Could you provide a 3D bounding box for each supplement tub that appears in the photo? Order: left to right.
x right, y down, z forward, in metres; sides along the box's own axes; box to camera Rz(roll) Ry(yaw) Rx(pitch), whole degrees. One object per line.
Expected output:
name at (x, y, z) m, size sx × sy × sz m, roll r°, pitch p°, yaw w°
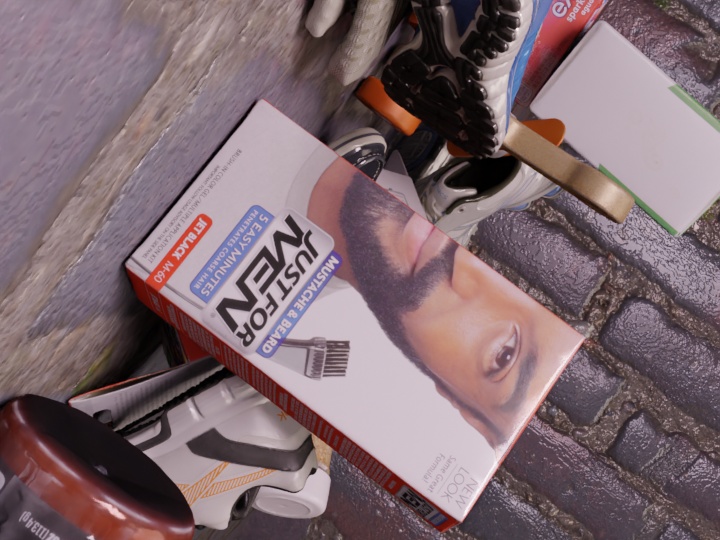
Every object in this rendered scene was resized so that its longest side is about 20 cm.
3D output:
supplement tub at (-0.169, 0.164, 0.523) m, size 0.201 × 0.106 × 0.107 m, roll -55°, pitch 174°, yaw 0°

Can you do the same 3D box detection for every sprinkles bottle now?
sprinkles bottle at (-0.046, 0.096, 0.956) m, size 0.068 × 0.067 × 0.202 m, roll 116°, pitch -15°, yaw -61°

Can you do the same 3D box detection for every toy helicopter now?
toy helicopter at (0.099, -0.089, 0.788) m, size 0.079 × 0.199 × 0.132 m, roll -54°, pitch 157°, yaw 3°

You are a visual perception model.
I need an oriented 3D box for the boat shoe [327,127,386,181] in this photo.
boat shoe at (-0.035, -0.007, 0.799) m, size 0.201 × 0.062 × 0.074 m, roll -56°, pitch 155°, yaw 19°

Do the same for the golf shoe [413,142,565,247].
golf shoe at (0.067, -0.058, 0.925) m, size 0.199 × 0.079 × 0.097 m, roll -35°, pitch 160°, yaw 20°

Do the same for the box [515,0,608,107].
box at (0.151, -0.236, 0.877) m, size 0.201 × 0.095 × 0.100 m, roll -57°, pitch 175°, yaw 26°

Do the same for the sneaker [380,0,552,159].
sneaker at (0.067, -0.129, 0.595) m, size 0.089 × 0.078 × 0.200 m, roll -53°, pitch 173°, yaw -20°

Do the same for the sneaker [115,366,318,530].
sneaker at (-0.110, 0.120, 0.648) m, size 0.199 × 0.081 × 0.074 m, roll -29°, pitch -175°, yaw 25°

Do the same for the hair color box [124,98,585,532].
hair color box at (-0.004, 0.022, 0.578) m, size 0.111 × 0.199 × 0.064 m, roll -52°, pitch 174°, yaw -16°

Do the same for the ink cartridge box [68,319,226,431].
ink cartridge box at (-0.079, 0.039, 0.695) m, size 0.198 × 0.051 × 0.109 m, roll -18°, pitch 162°, yaw -16°

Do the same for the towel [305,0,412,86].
towel at (0.046, -0.206, 0.556) m, size 0.193 × 0.034 × 0.201 m, roll -55°, pitch 173°, yaw -33°

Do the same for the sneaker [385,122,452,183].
sneaker at (0.060, -0.059, 1.043) m, size 0.074 × 0.087 × 0.202 m, roll 16°, pitch -98°, yaw 56°

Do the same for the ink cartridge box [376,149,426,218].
ink cartridge box at (0.000, 0.000, 0.885) m, size 0.118 × 0.067 × 0.201 m, roll -58°, pitch -148°, yaw 33°

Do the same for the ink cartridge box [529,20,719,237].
ink cartridge box at (0.214, -0.113, 0.904) m, size 0.083 × 0.146 × 0.200 m, roll -50°, pitch 176°, yaw 15°
